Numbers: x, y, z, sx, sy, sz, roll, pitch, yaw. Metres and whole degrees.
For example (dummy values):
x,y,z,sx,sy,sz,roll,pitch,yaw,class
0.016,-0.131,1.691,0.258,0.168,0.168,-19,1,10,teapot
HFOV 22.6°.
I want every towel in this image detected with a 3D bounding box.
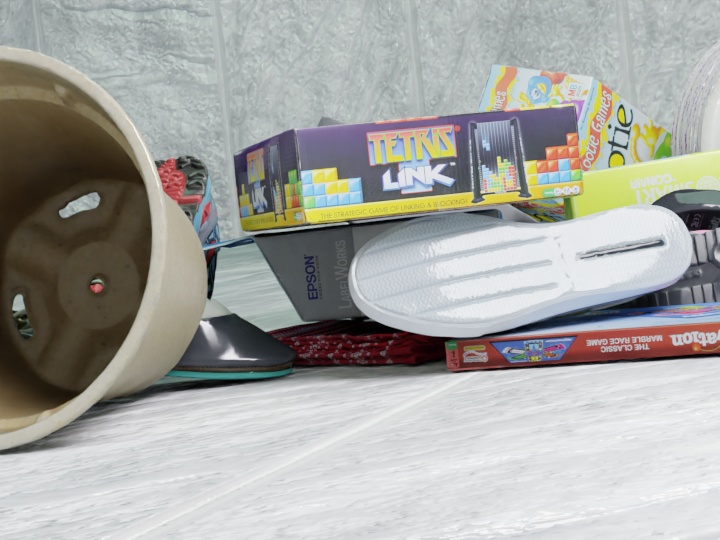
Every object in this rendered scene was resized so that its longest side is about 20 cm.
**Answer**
x,y,z,sx,sy,sz,roll,pitch,yaw,class
0.007,0.041,1.170,0.199,0.023,0.144,-3,3,41,towel

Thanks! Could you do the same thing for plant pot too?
x,y,z,sx,sy,sz,roll,pitch,yaw,class
-0.170,0.000,0.969,0.199,0.202,0.183,-5,-8,12,plant pot

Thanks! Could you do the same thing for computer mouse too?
x,y,z,sx,sy,sz,roll,pitch,yaw,class
0.276,-0.019,1.133,0.199,0.059,0.034,12,46,0,computer mouse

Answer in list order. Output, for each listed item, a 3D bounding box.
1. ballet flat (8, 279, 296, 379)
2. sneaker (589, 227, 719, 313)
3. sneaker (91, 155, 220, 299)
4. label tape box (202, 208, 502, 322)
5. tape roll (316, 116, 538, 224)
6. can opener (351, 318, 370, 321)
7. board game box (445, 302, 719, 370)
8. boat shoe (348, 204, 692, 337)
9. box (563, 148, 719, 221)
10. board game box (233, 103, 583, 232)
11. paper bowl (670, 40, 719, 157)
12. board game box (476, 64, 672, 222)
x,y,z,sx,sy,sz,roll,pitch,yaw,class
-0.139,0.038,1.086,0.199,0.074,0.073,-5,3,10,ballet flat
0.190,0.012,1.111,0.199,0.071,0.082,-3,-14,21,sneaker
-0.129,0.012,1.220,0.079,0.096,0.201,-5,39,18,sneaker
0.000,0.000,1.210,0.199,0.067,0.143,-8,0,5,label tape box
0.045,-0.045,1.381,0.199,0.066,0.200,28,1,0,tape roll
0.028,0.007,1.416,0.063,0.079,0.200,-13,-8,16,can opener
0.158,0.035,1.020,0.199,0.020,0.103,-5,5,21,board game box
0.091,0.007,1.030,0.199,0.072,0.062,-4,-22,-8,boat shoe
0.216,-0.053,1.223,0.199,0.048,0.122,-9,-3,4,box
0.022,-0.060,1.080,0.164,0.057,0.200,-5,1,-14,board game box
0.341,-0.094,1.340,0.199,0.202,0.104,-7,3,-12,paper bowl
0.185,-0.078,1.459,0.103,0.105,0.200,13,-8,43,board game box
